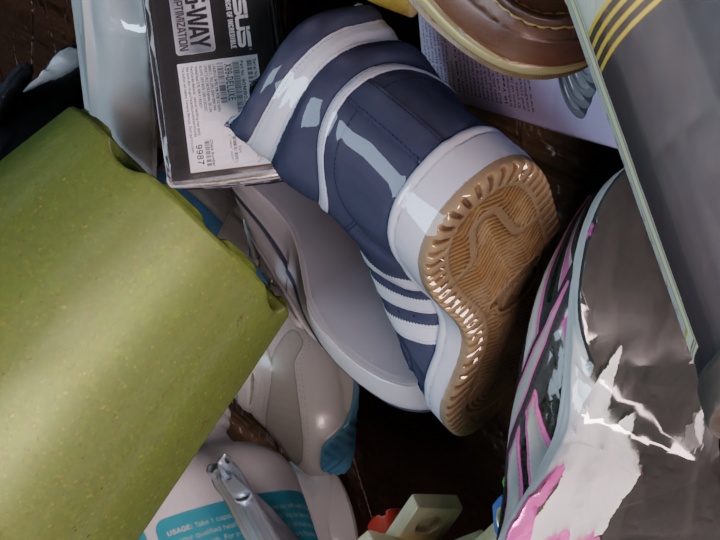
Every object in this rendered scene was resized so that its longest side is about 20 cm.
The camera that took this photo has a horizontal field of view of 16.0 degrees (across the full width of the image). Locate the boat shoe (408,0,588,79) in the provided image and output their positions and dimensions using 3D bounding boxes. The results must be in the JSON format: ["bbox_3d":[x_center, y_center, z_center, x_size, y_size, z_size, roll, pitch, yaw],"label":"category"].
[{"bbox_3d":[0.029,-0.152,0.743,0.068,0.072,0.201,119,138,-62],"label":"boat shoe"}]

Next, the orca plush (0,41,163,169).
[{"bbox_3d":[-0.121,-0.056,1.205,0.071,0.200,0.106,23,126,16],"label":"orca plush"}]

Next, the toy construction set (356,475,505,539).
[{"bbox_3d":[0.073,0.146,0.912,0.200,0.092,0.132,51,148,30],"label":"toy construction set"}]

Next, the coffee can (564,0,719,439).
[{"bbox_3d":[0.116,-0.079,0.590,0.146,0.145,0.201,127,128,-63],"label":"coffee can"}]

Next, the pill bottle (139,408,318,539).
[{"bbox_3d":[-0.064,0.151,1.111,0.111,0.110,0.201,130,125,-64],"label":"pill bottle"}]

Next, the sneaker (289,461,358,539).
[{"bbox_3d":[-0.028,0.190,1.194,0.070,0.080,0.202,-48,58,62],"label":"sneaker"}]

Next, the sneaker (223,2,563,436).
[{"bbox_3d":[0.016,-0.020,0.893,0.108,0.070,0.200,43,168,22],"label":"sneaker"}]

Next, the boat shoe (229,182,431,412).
[{"bbox_3d":[0.000,0.000,1.054,0.200,0.073,0.066,-120,12,-47],"label":"boat shoe"}]

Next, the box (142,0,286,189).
[{"bbox_3d":[-0.059,-0.131,0.973,0.158,0.049,0.202,-106,8,-89],"label":"box"}]

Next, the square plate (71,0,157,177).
[{"bbox_3d":[-0.111,-0.140,1.094,0.198,0.028,0.201,99,163,-66],"label":"square plate"}]

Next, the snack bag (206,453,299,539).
[{"bbox_3d":[0.016,0.180,0.999,0.200,0.021,0.189,53,180,-29],"label":"snack bag"}]

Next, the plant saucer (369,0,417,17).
[{"bbox_3d":[-0.018,-0.196,0.917,0.200,0.048,0.202,-97,-1,-79],"label":"plant saucer"}]

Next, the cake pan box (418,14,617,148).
[{"bbox_3d":[0.066,-0.144,0.818,0.184,0.052,0.202,-160,61,-64],"label":"cake pan box"}]

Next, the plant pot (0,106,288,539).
[{"bbox_3d":[-0.134,0.042,1.018,0.200,0.190,0.200,42,176,4],"label":"plant pot"}]

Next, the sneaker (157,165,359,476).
[{"bbox_3d":[-0.060,0.026,1.187,0.200,0.080,0.077,-124,32,-43],"label":"sneaker"}]

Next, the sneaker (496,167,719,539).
[{"bbox_3d":[0.082,0.062,0.835,0.086,0.080,0.201,-162,89,-80],"label":"sneaker"}]
